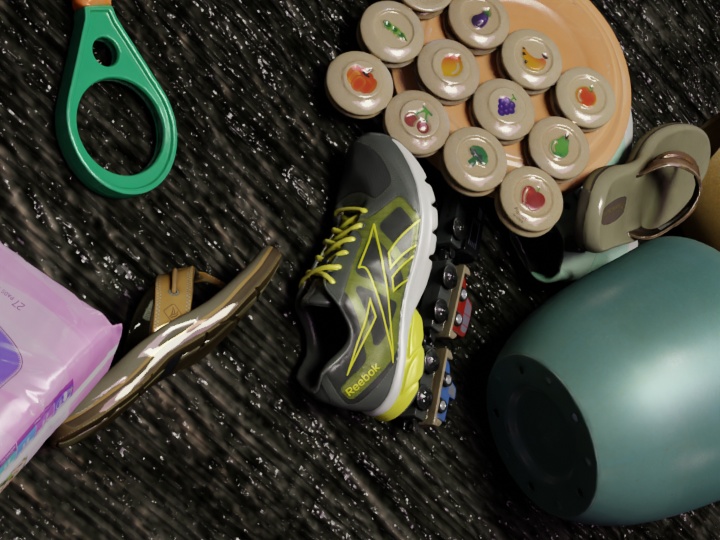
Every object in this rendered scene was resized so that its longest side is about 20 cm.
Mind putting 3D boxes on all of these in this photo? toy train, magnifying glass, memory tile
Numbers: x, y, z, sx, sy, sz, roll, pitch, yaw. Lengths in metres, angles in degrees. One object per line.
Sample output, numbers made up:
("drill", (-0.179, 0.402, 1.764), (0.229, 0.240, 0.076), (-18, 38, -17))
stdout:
("toy train", (0.060, 0.028, 1.037), (0.046, 0.034, 0.201), (37, 57, -43))
("magnifying glass", (-0.165, -0.144, 0.892), (0.079, 0.022, 0.201), (-11, 89, -41))
("memory tile", (0.084, -0.131, 1.031), (0.200, 0.017, 0.154), (34, 65, -4))

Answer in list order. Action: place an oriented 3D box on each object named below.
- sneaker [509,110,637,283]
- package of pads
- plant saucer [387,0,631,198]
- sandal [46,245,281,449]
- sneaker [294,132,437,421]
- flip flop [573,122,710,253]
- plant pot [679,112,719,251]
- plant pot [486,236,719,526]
("sneaker", (0.158, -0.087, 1.112), (0.118, 0.074, 0.201), (-11, 90, -48))
("package of pads", (-0.229, 0.070, 0.728), (0.120, 0.076, 0.200), (34, 54, 6))
("plant saucer", (0.116, -0.150, 1.075), (0.200, 0.032, 0.201), (6, 69, -17))
("sandal", (-0.121, 0.034, 0.862), (0.054, 0.080, 0.200), (49, 55, 5))
("sneaker", (0.000, 0.000, 0.962), (0.084, 0.074, 0.201), (9, 75, -38))
("flip flop", (0.228, -0.061, 1.088), (0.200, 0.057, 0.081), (-25, 118, -51))
("plant pot", (0.365, -0.042, 1.230), (0.200, 0.186, 0.187), (41, 56, -11))
("plant pot", (0.190, 0.093, 1.033), (0.161, 0.200, 0.201), (-19, 93, -28))
